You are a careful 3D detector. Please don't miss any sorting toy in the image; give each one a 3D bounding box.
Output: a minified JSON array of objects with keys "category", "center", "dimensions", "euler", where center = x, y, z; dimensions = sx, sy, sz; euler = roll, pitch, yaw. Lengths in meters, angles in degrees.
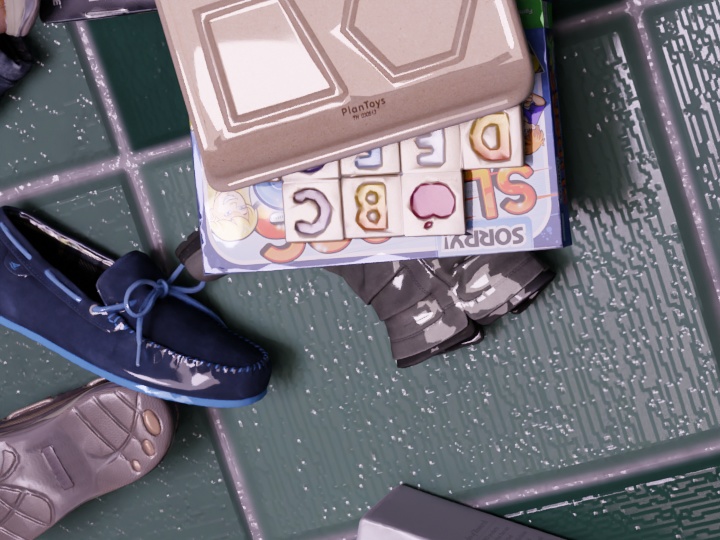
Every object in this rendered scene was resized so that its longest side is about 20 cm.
[{"category":"sorting toy","center":[-0.018,-0.158,1.322],"dimensions":[0.185,0.036,0.200],"euler":[-16,87,16]}]

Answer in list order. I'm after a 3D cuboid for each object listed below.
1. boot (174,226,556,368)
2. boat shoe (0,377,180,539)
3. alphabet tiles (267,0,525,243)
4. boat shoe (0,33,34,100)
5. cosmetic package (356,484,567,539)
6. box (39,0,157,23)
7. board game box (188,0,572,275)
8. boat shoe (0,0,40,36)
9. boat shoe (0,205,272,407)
[{"category":"boot","center":[0.000,0.000,1.428],"dimensions":[0.200,0.068,0.131],"euler":[-24,91,22]},{"category":"boat shoe","center":[-0.190,0.116,1.528],"dimensions":[0.200,0.073,0.075],"euler":[-20,99,20]},{"category":"alphabet tiles","center":[0.001,-0.116,1.339],"dimensions":[0.166,0.006,0.200],"euler":[-2,96,15]},{"category":"boat shoe","center":[-0.280,-0.167,1.498],"dimensions":[0.091,0.071,0.200],"euler":[-41,92,21]},{"category":"cosmetic package","center":[0.091,0.204,1.442],"dimensions":[0.200,0.074,0.102],"euler":[15,107,15]},{"category":"box","center":[-0.118,-0.245,1.425],"dimensions":[0.159,0.046,0.200],"euler":[-5,101,22]},{"category":"board game box","center":[0.008,-0.071,1.368],"dimensions":[0.200,0.034,0.136],"euler":[-5,93,14]},{"category":"boat shoe","center":[-0.238,-0.224,1.436],"dimensions":[0.072,0.076,0.200],"euler":[-15,79,-12]},{"category":"boat shoe","center":[-0.143,0.020,1.481],"dimensions":[0.200,0.084,0.069],"euler":[20,110,13]}]
